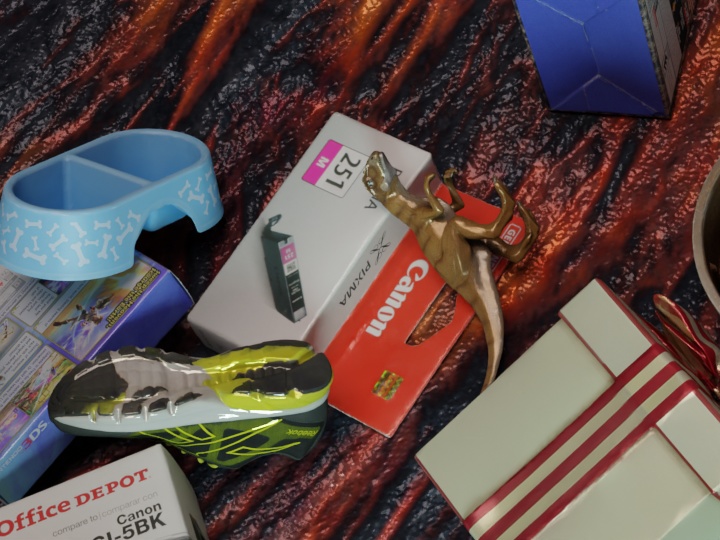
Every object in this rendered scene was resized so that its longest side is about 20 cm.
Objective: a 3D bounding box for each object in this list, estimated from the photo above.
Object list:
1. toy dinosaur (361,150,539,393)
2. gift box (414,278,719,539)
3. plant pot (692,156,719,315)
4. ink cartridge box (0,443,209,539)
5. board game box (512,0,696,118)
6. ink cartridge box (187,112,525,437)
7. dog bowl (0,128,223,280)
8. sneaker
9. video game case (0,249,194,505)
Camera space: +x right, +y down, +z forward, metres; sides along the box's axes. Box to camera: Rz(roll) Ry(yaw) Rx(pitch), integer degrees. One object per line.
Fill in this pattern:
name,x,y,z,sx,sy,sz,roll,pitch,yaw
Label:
toy dinosaur,0.077,-0.006,1.591,0.106,0.060,0.201,-36,73,12
gift box,0.174,0.129,1.411,0.187,0.200,0.185,-43,60,7
plant pot,0.317,0.023,1.413,0.199,0.199,0.202,-7,58,11
ink cartridge box,-0.163,0.237,1.500,0.146,0.083,0.201,-22,56,1
board game box,0.188,-0.239,1.638,0.096,0.160,0.201,5,61,20
ink cartridge box,0.000,0.000,1.622,0.173,0.044,0.201,25,69,30
dog bowl,-0.183,-0.052,1.639,0.111,0.050,0.200,19,31,31
sneaker,-0.116,0.104,1.551,0.198,0.085,0.075,-3,38,3
video game case,-0.246,0.053,1.643,0.200,0.046,0.181,-49,45,-14
